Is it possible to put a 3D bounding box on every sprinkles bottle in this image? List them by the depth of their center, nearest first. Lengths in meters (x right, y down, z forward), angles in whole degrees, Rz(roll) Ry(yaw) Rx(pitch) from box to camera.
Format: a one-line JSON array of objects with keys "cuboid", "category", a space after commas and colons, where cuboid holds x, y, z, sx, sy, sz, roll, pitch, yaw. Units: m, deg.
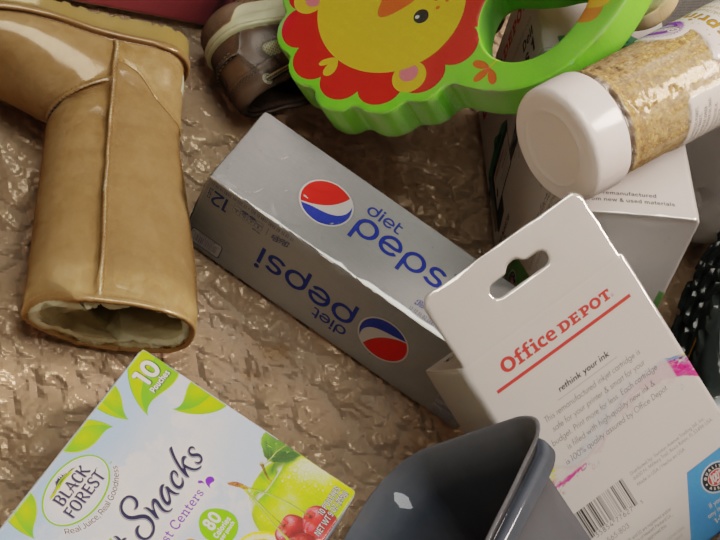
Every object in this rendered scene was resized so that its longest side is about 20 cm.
[{"cuboid": [0.180, -0.106, 1.439, 0.199, 0.068, 0.068, -27, 68, -31], "category": "sprinkles bottle"}]

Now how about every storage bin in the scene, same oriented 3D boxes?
[{"cuboid": [0.051, 0.200, 1.311, 0.135, 0.145, 0.200, 51, 44, -18], "category": "storage bin"}]

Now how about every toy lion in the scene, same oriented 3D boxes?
[{"cuboid": [0.056, -0.152, 1.488, 0.200, 0.069, 0.192, 33, 79, 35], "category": "toy lion"}]

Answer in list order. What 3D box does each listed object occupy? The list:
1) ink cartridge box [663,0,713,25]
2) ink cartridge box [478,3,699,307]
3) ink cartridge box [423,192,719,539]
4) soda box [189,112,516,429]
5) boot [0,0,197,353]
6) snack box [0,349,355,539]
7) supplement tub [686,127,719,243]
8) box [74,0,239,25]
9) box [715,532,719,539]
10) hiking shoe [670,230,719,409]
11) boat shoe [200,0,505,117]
[{"cuboid": [0.274, -0.210, 1.676, 0.161, 0.200, 0.057, -6, 59, -28], "category": "ink cartridge box"}, {"cuboid": [0.132, -0.066, 1.534, 0.084, 0.147, 0.201, 4, 52, -12], "category": "ink cartridge box"}, {"cuboid": [0.119, 0.071, 1.403, 0.115, 0.068, 0.201, -34, 97, -15], "category": "ink cartridge box"}, {"cuboid": [0.000, 0.000, 1.478, 0.199, 0.064, 0.068, 34, 50, 4], "category": "soda box"}, {"cuboid": [-0.175, -0.058, 1.445, 0.174, 0.066, 0.201, 5, 57, -9], "category": "boot"}, {"cuboid": [-0.110, 0.153, 1.315, 0.142, 0.053, 0.200, 32, 48, 4], "category": "snack box"}, {"cuboid": [0.274, -0.101, 1.638, 0.199, 0.132, 0.132, -18, 63, -33], "category": "supplement tub"}, {"cuboid": [-0.131, -0.239, 1.576, 0.198, 0.109, 0.129, 8, 51, -18], "category": "box"}, {"cuboid": [0.315, 0.178, 1.378, 0.164, 0.166, 0.200, -34, 74, -11], "category": "box"}, {"cuboid": [0.232, 0.057, 1.521, 0.086, 0.074, 0.201, 21, 71, -13], "category": "hiking shoe"}, {"cuboid": [0.004, -0.132, 1.584, 0.201, 0.075, 0.075, -13, 62, -18], "category": "boat shoe"}]
